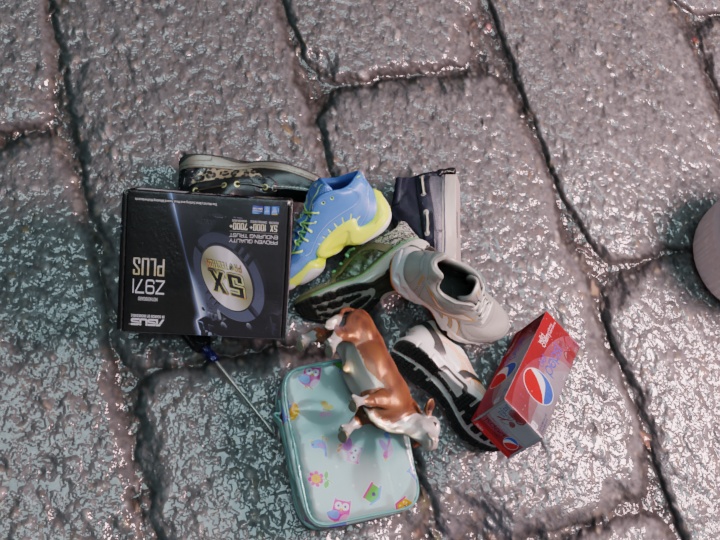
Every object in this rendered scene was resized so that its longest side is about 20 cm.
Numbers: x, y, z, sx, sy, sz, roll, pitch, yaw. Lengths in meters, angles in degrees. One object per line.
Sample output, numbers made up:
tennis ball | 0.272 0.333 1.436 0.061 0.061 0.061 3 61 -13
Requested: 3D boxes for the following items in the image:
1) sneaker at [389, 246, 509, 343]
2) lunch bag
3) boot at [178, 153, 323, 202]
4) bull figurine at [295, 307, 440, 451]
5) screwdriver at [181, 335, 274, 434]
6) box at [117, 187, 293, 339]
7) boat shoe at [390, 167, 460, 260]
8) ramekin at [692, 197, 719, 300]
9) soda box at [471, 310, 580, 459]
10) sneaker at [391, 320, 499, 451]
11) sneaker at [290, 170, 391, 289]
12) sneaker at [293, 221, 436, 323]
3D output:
sneaker | 0.129 0.038 1.025 0.199 0.091 0.077 31 71 -32
lunch bag | -0.023 0.206 1.011 0.158 0.077 0.203 -9 73 -13
boot | -0.149 -0.065 1.086 0.200 0.074 0.156 8 72 -3
bull figurine | 0.012 0.132 0.957 0.120 0.065 0.201 -4 55 -48
screwdriver | -0.168 0.124 1.035 0.200 0.028 0.029 44 98 10
box | -0.182 -0.010 0.989 0.197 0.086 0.167 4 97 -6
boat shoe | 0.089 -0.039 1.131 0.091 0.075 0.203 -1 75 13
ramekin | 0.582 -0.031 1.196 0.197 0.105 0.203 3 70 -9
soda box | 0.211 0.139 1.038 0.070 0.063 0.200 45 39 -2
sneaker | 0.131 0.145 1.065 0.200 0.074 0.080 49 40 -3
sneaker | -0.061 -0.059 1.067 0.199 0.076 0.106 -33 118 -7
sneaker | 0.000 0.000 1.091 0.198 0.077 0.089 -25 48 -1
